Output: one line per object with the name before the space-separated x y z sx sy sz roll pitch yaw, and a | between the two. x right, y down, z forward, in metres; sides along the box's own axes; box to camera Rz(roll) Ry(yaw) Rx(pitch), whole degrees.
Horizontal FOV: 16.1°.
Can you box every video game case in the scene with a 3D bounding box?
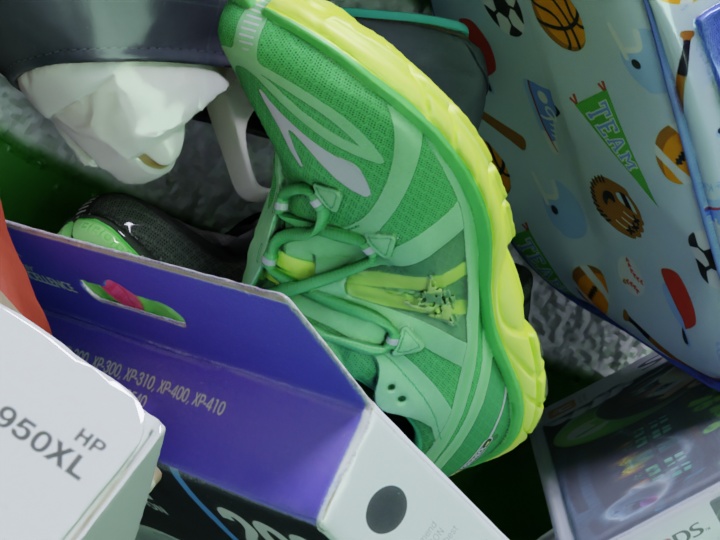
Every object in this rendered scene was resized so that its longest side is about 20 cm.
video game case | 0.144 0.038 0.863 0.182 0.200 0.023 -29 99 5

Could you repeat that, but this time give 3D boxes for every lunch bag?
lunch bag | 0.096 -0.059 0.843 0.076 0.160 0.200 -32 121 -18

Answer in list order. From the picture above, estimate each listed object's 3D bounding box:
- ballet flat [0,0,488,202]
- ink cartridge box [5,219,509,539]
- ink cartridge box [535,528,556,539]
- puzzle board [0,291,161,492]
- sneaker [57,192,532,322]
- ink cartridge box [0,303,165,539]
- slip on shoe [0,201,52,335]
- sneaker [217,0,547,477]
ballet flat | -0.046 -0.058 0.798 0.200 0.073 0.073 8 103 -30
ink cartridge box | -0.036 0.065 0.784 0.043 0.198 0.200 -54 126 -18
ink cartridge box | 0.122 0.190 0.924 0.145 0.147 0.200 -33 143 -15
puzzle board | -0.158 -0.007 0.685 0.200 0.151 0.017 50 59 -22
sneaker | -0.020 0.004 0.858 0.200 0.077 0.084 18 83 -41
ink cartridge box | -0.143 0.071 0.674 0.084 0.145 0.200 -53 172 -30
slip on shoe | -0.126 -0.012 0.735 0.061 0.074 0.200 -40 88 -22
sneaker | 0.000 0.000 0.765 0.084 0.074 0.200 -38 132 -18
